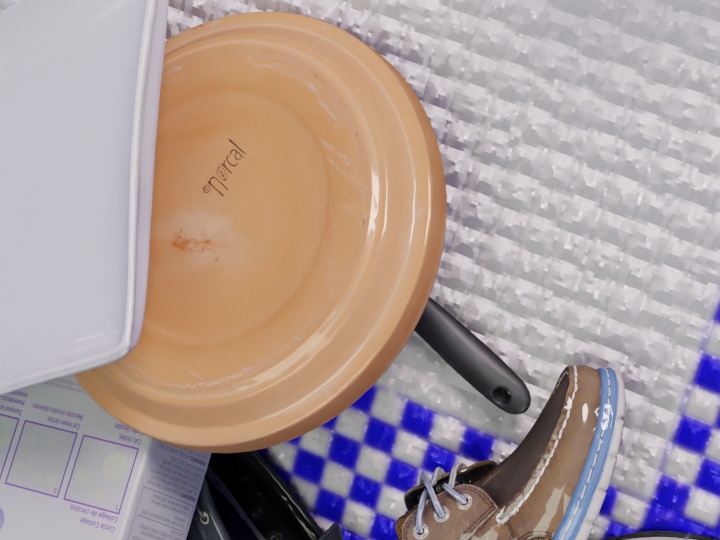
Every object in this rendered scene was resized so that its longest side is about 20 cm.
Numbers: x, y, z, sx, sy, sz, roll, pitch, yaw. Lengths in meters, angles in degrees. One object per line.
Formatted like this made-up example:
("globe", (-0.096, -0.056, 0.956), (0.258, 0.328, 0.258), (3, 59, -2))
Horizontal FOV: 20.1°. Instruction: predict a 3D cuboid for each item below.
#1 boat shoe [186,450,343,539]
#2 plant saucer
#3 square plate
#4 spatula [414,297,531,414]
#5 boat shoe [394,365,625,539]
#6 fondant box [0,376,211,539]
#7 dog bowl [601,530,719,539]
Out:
("boat shoe", (-0.031, 0.156, 0.975), (0.200, 0.075, 0.062), (49, 125, 9))
("plant saucer", (-0.058, -0.021, 0.900), (0.199, 0.032, 0.201), (-7, 72, 24))
("square plate", (-0.149, -0.034, 0.920), (0.198, 0.028, 0.201), (-20, 60, 45))
("spatula", (0.000, 0.000, 0.939), (0.200, 0.021, 0.057), (37, 130, 7))
("boat shoe", (0.051, 0.124, 0.906), (0.072, 0.072, 0.201), (25, 101, -4))
("fondant box", (-0.157, 0.116, 0.956), (0.144, 0.058, 0.201), (10, 77, 28))
("dog bowl", (0.141, 0.224, 0.919), (0.199, 0.074, 0.201), (8, 110, 22))
